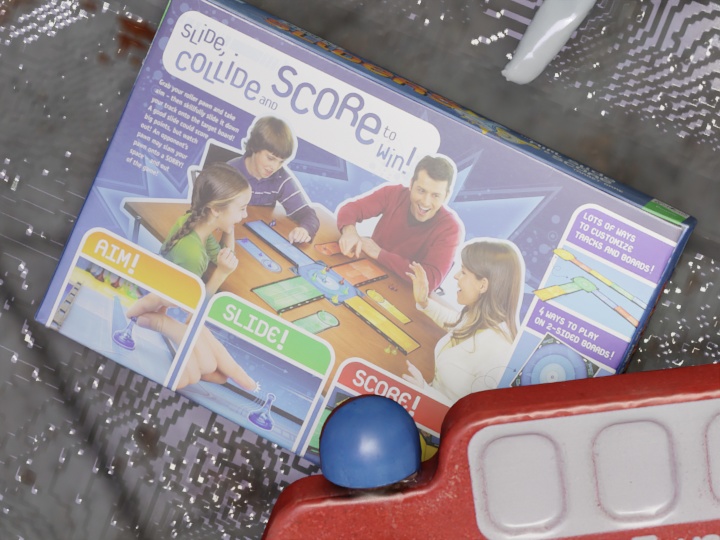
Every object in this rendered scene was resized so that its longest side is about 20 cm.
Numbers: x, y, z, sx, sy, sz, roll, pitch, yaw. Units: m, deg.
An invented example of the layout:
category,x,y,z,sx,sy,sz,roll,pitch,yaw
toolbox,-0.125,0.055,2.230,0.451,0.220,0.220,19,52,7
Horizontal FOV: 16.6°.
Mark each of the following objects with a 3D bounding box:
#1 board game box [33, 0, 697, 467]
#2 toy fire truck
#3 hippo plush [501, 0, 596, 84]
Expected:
category,x,y,z,sx,sy,sz,roll,pitch,yaw
board game box,0.000,0.000,0.874,0.199,0.034,0.136,27,101,10
toy fire truck,0.050,0.114,0.807,0.199,0.112,0.169,-5,108,5
hippo plush,0.113,-0.178,0.754,0.200,0.159,0.161,-6,128,49
